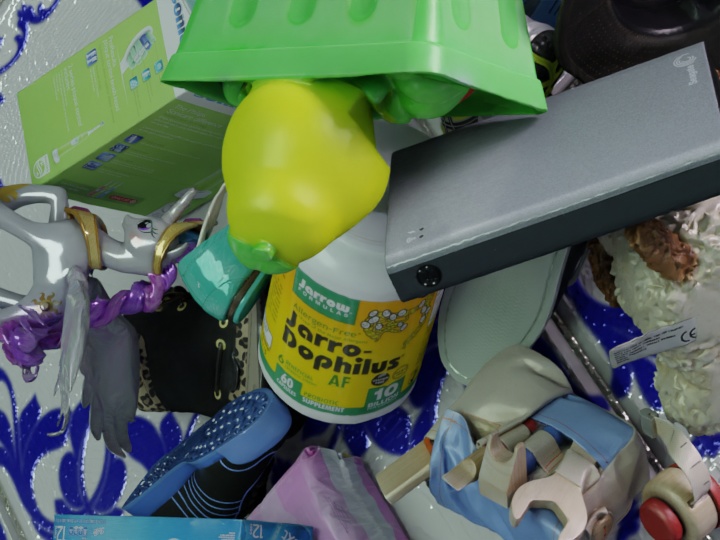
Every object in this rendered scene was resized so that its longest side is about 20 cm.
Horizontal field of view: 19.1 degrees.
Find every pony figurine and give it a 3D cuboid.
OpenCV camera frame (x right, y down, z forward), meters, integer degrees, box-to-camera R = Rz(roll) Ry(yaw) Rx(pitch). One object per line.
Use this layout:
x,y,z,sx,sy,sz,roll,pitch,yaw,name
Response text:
-0.212,0.022,1.502,0.200,0.167,0.193,10,82,8,pony figurine

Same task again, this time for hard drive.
0.113,-0.057,1.221,0.200,0.033,0.140,-19,28,13,hard drive

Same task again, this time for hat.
0.188,-0.200,1.273,0.201,0.200,0.081,-48,50,24,hat

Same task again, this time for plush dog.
0.193,-0.028,1.277,0.200,0.160,0.172,-56,29,20,plush dog

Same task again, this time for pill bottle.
0.000,0.000,1.392,0.113,0.113,0.200,58,151,32,pill bottle

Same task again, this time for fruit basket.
-0.012,-0.091,1.239,0.215,0.155,0.216,-6,80,35,fruit basket

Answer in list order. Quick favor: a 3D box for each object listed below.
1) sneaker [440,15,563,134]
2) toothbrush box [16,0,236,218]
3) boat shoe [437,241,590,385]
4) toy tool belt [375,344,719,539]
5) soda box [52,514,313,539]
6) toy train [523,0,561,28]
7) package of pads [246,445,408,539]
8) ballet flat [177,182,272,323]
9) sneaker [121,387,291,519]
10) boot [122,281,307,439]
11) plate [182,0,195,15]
0.080,-0.112,1.363,0.076,0.200,0.075,38,65,13,sneaker
-0.129,-0.121,1.560,0.200,0.145,0.086,-27,65,36,toothbrush box
0.114,-0.013,1.386,0.076,0.060,0.200,37,117,19,boat shoe
0.111,0.139,1.308,0.200,0.123,0.125,28,144,44,toy tool belt
-0.125,0.200,1.454,0.200,0.068,0.064,-4,79,44,soda box
0.103,-0.223,1.394,0.087,0.114,0.200,-54,53,20,toy train
-0.048,0.229,1.475,0.200,0.076,0.121,-50,52,23,package of pads
-0.054,-0.053,1.468,0.070,0.200,0.067,37,155,6,ballet flat
-0.091,0.148,1.506,0.200,0.078,0.070,-37,15,51,sneaker
-0.103,0.020,1.563,0.150,0.073,0.200,1,91,41,boot
-0.040,-0.232,1.424,0.200,0.026,0.201,-5,81,30,plate
